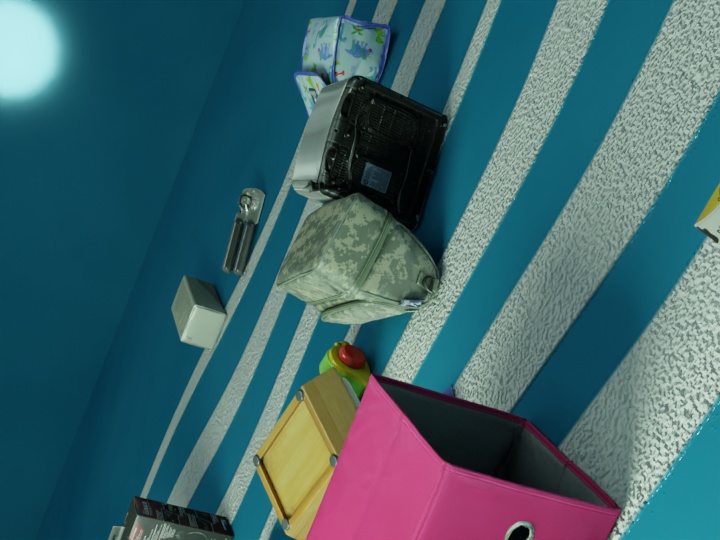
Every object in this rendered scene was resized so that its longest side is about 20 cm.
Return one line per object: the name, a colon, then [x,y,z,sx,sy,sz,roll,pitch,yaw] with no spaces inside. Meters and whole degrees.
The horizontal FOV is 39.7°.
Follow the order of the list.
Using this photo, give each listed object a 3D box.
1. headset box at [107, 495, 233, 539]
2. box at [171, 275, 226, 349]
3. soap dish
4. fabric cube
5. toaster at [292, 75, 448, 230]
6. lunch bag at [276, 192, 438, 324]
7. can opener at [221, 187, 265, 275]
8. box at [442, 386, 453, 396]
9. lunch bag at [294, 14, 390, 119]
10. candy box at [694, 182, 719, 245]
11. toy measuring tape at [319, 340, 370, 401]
headset box: [-0.342,0.488,1.731,0.150,0.198,0.075,-68,23,8]
box: [-0.370,0.093,2.263,0.096,0.077,0.200,-66,23,13]
soap dish: [-0.062,0.257,1.364,0.201,0.081,0.158,-56,49,32]
fabric cube: [0.084,0.246,0.942,0.201,0.195,0.200,-67,23,9]
toaster: [0.006,-0.170,1.448,0.118,0.199,0.183,6,78,62]
lunch bag: [0.000,0.000,1.370,0.200,0.167,0.140,-20,42,63]
can opener: [-0.254,-0.084,2.195,0.067,0.053,0.202,66,-143,-75]
box: [0.077,0.244,1.176,0.121,0.032,0.201,-53,27,38]
lunch bag: [-0.041,-0.355,1.815,0.170,0.126,0.202,-151,68,-65]
candy box: [0.350,-0.043,0.731,0.137,0.061,0.200,-64,23,17]
toy measuring tape: [-0.019,0.164,1.409,0.074,0.073,0.201,-59,25,26]
